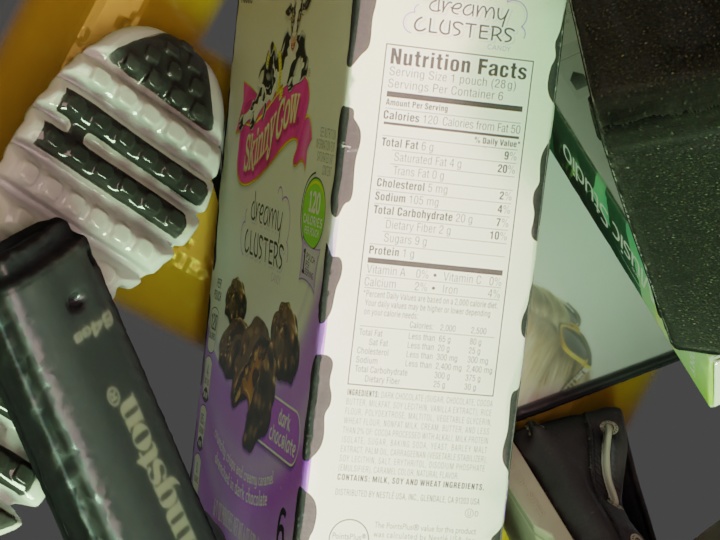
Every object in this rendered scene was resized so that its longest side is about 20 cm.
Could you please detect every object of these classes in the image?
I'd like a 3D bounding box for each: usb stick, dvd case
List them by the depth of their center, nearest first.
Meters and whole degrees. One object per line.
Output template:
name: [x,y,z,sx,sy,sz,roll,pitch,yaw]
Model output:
usb stick: [-0.074,0.081,0.904,0.055,0.032,0.201,-35,107,-47]
dvd case: [0.052,-0.015,1.029,0.199,0.018,0.144,-20,102,-14]

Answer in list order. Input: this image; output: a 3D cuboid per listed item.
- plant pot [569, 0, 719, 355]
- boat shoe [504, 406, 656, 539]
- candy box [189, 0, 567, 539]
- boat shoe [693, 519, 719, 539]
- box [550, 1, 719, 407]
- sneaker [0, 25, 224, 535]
plant pot: [0.157,-0.080,0.843,0.176,0.201,0.200,-15,147,9]
boat shoe: [0.111,0.124,0.982,0.062,0.200,0.073,-24,140,-10]
candy box: [0.000,0.000,0.917,0.071,0.168,0.202,5,95,-15]
boat shoe: [0.174,0.133,1.039,0.200,0.093,0.075,-45,137,-7]
box: [0.139,-0.062,0.962,0.144,0.201,0.036,-23,144,-7]
sneaker: [-0.117,0.000,0.952,0.075,0.081,0.201,39,65,-22]
